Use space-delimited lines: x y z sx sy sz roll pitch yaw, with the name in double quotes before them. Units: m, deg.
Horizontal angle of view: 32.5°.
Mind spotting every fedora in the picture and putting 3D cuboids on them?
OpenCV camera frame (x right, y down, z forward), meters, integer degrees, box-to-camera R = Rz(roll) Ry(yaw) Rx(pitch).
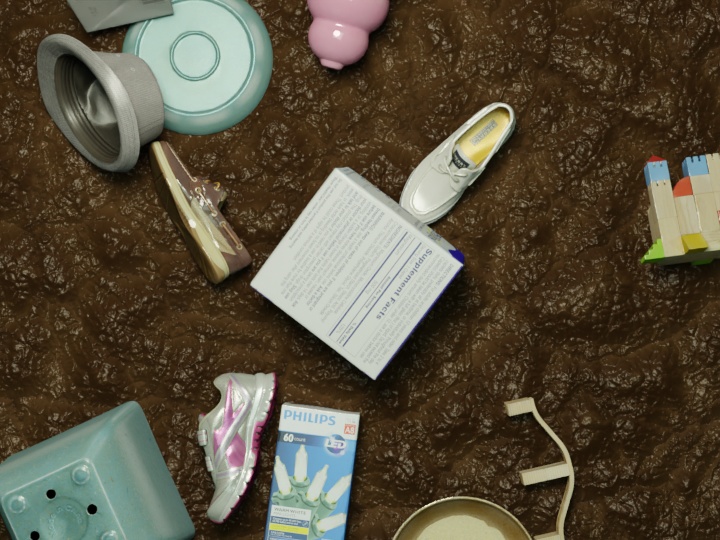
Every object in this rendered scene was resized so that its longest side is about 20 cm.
"fedora" -0.316 -0.220 1.565 0.090 0.177 0.200 -29 47 -33

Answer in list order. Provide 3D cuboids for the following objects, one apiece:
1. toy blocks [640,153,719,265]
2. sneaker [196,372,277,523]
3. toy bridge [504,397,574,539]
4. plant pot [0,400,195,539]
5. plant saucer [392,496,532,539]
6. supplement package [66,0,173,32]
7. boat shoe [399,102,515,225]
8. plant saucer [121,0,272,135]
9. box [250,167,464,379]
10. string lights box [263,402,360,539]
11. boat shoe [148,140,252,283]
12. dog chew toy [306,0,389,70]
"toy blocks" 0.447 -0.086 1.582 0.199 0.100 0.137 -7 77 0
"sneaker" -0.169 0.219 1.574 0.088 0.081 0.200 14 80 2
"toy bridge" 0.239 0.261 1.593 0.067 0.027 0.200 -13 88 -2
"plant pot" -0.340 0.291 1.507 0.195 0.200 0.197 -25 88 0
"plant saucer" 0.129 0.388 1.584 0.200 0.035 0.201 0 87 0
"supplement package" -0.320 -0.426 1.561 0.119 0.121 0.200 -13 79 -1
"boat shoe" 0.125 -0.138 1.586 0.200 0.070 0.071 -44 87 1
"plant saucer" -0.215 -0.278 1.615 0.200 0.027 0.201 0 87 1
"box" 0.000 0.000 1.553 0.200 0.105 0.184 38 98 2
"string lights box" -0.062 0.275 1.577 0.103 0.059 0.201 7 88 2
"boat shoe" -0.205 -0.084 1.593 0.072 0.072 0.200 -27 83 -21
"dog chew toy" -0.013 -0.356 1.575 0.124 0.125 0.200 15 95 1
